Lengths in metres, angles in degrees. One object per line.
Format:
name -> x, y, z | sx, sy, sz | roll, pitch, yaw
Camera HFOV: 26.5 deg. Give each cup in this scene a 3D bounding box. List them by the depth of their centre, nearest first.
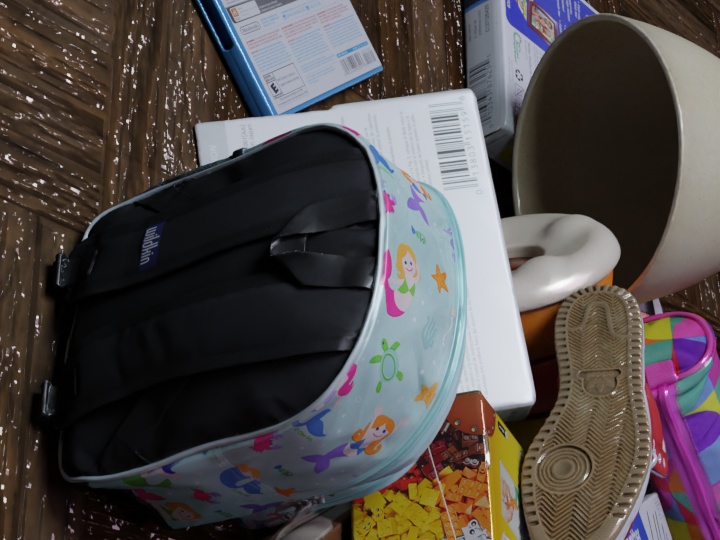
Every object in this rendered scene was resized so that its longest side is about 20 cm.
cup -> 0.218, -0.073, 1.070 | 0.142, 0.200, 0.202 | 0, 69, -26

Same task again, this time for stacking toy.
stacking toy -> 0.113, 0.074, 1.018 | 0.146, 0.145, 0.202 | -41, 123, -53

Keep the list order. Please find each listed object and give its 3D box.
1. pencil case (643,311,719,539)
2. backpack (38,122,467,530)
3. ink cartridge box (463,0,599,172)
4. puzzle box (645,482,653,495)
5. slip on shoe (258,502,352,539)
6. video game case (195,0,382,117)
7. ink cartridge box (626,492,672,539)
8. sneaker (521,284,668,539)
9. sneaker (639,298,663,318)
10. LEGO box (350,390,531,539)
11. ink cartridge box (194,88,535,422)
pencil case -> 0.233, 0.124, 1.064 | 0.201, 0.088, 0.089 | 62, 34, -29
backpack -> -0.039, 0.030, 0.747 | 0.150, 0.199, 0.179 | 31, 48, -39
ink cartridge box -> 0.159, -0.149, 1.239 | 0.199, 0.047, 0.199 | 31, 48, -42
puzzle box -> 0.192, 0.246, 1.077 | 0.200, 0.025, 0.134 | -26, 92, -55
slip on shoe -> -0.024, 0.163, 0.817 | 0.200, 0.060, 0.077 | -10, 89, -72
video game case -> -0.068, -0.202, 0.994 | 0.143, 0.018, 0.201 | -34, 99, -54
ink cartridge box -> 0.171, 0.199, 0.961 | 0.200, 0.044, 0.095 | 7, 65, -72
sneaker -> 0.139, 0.115, 0.886 | 0.201, 0.071, 0.113 | -72, 155, -45
sneaker -> 0.186, 0.061, 1.133 | 0.090, 0.070, 0.202 | -27, 95, -58
LEGO box -> 0.063, 0.175, 0.848 | 0.200, 0.076, 0.150 | 52, 32, -57
ink cartridge box -> 0.000, 0.000, 0.902 | 0.044, 0.172, 0.202 | 99, -17, -71
